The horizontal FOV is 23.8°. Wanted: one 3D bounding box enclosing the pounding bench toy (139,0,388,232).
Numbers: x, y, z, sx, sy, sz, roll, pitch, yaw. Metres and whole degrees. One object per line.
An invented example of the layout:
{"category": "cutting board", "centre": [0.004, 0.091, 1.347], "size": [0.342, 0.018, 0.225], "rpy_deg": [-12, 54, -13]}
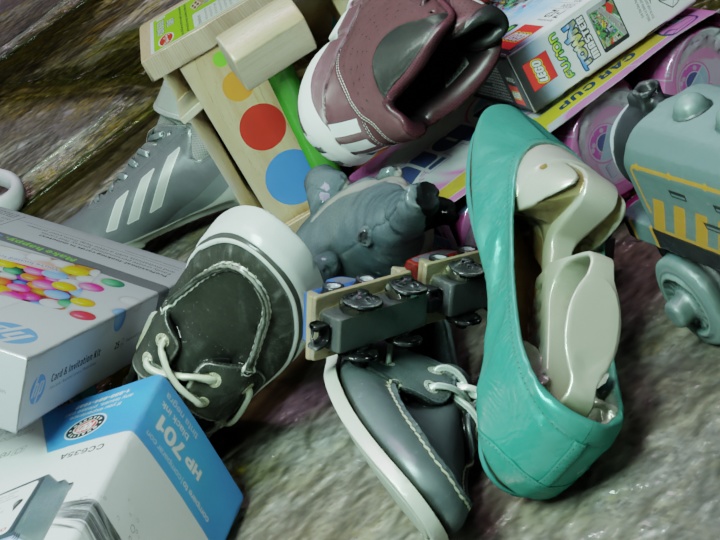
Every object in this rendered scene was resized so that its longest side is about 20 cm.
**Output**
{"category": "pounding bench toy", "centre": [-0.037, -0.091, 1.001], "size": [0.123, 0.157, 0.200], "rpy_deg": [-29, 18, 2]}

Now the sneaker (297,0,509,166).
{"category": "sneaker", "centre": [0.047, -0.147, 0.879], "size": [0.115, 0.075, 0.202], "rpy_deg": [2, 69, 57]}

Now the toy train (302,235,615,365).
{"category": "toy train", "centre": [0.044, 0.005, 0.781], "size": [0.046, 0.035, 0.199], "rpy_deg": [21, 26, 41]}

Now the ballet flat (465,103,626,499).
{"category": "ballet flat", "centre": [0.087, 0.000, 0.732], "size": [0.070, 0.067, 0.202], "rpy_deg": [-38, 40, 43]}

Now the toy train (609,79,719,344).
{"category": "toy train", "centre": [0.171, -0.019, 0.678], "size": [0.085, 0.115, 0.200], "rpy_deg": [-33, 24, -11]}

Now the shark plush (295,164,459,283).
{"category": "shark plush", "centre": [0.000, 0.000, 0.833], "size": [0.083, 0.092, 0.199], "rpy_deg": [-32, 12, -23]}

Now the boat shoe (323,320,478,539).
{"category": "boat shoe", "centre": [0.025, 0.054, 0.758], "size": [0.061, 0.073, 0.200], "rpy_deg": [-32, 18, 3]}

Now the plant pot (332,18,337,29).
{"category": "plant pot", "centre": [0.031, -0.265, 1.314], "size": [0.140, 0.143, 0.200], "rpy_deg": [-12, 22, 34]}

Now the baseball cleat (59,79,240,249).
{"category": "baseball cleat", "centre": [-0.136, -0.072, 1.156], "size": [0.198, 0.108, 0.070], "rpy_deg": [-19, 11, 13]}

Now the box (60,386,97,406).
{"category": "box", "centre": [-0.211, 0.063, 1.044], "size": [0.082, 0.049, 0.200], "rpy_deg": [-31, 23, -3]}

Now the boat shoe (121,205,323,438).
{"category": "boat shoe", "centre": [-0.073, 0.043, 0.826], "size": [0.064, 0.071, 0.200], "rpy_deg": [-47, -7, -34]}

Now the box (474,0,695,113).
{"category": "box", "centre": [0.090, -0.142, 0.956], "size": [0.110, 0.035, 0.200], "rpy_deg": [-35, 21, -11]}

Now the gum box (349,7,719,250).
{"category": "gum box", "centre": [0.107, -0.070, 0.916], "size": [0.199, 0.067, 0.113], "rpy_deg": [-36, 23, -14]}

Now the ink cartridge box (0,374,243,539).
{"category": "ink cartridge box", "centre": [-0.154, 0.152, 0.756], "size": [0.145, 0.086, 0.201], "rpy_deg": [-19, 24, 24]}

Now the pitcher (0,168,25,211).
{"category": "pitcher", "centre": [-0.384, -0.074, 1.464], "size": [0.170, 0.123, 0.200], "rpy_deg": [-14, 30, -17]}

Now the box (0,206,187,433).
{"category": "box", "centre": [-0.189, 0.015, 0.864], "size": [0.154, 0.042, 0.200], "rpy_deg": [16, 17, 15]}
